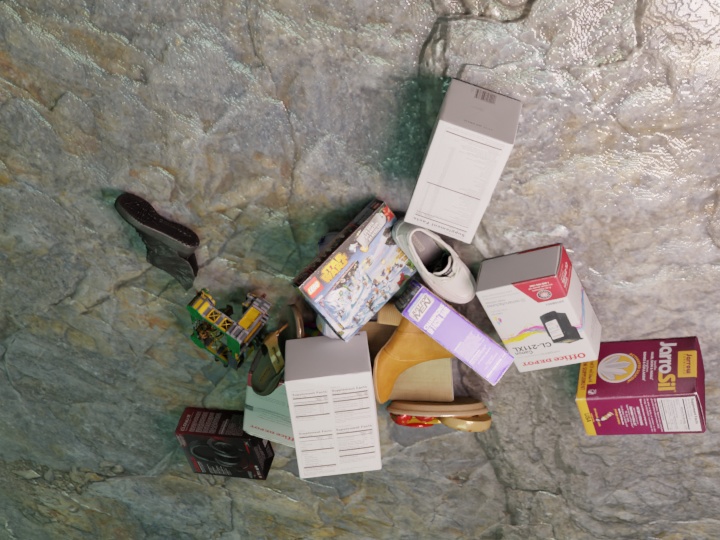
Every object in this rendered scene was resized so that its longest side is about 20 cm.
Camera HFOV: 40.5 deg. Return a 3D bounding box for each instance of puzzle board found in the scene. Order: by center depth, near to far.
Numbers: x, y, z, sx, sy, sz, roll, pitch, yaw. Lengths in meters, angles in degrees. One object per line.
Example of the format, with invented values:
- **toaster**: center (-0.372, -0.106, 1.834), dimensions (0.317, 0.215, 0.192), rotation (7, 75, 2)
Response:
- **puzzle board**: center (0.071, 0.166, 1.803), dimensions (0.199, 0.017, 0.151), rotation (0, 102, 16)

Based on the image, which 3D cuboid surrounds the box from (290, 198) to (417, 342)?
- **box**: center (0.000, 0.000, 1.601), dimensions (0.137, 0.200, 0.040), rotation (51, 168, -28)

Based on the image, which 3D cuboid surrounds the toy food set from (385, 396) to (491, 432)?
- **toy food set**: center (0.147, 0.266, 1.825), dimensions (0.199, 0.198, 0.049), rotation (0, 89, 5)

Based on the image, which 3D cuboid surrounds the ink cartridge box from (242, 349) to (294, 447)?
- **ink cartridge box**: center (-0.154, 0.260, 1.971), dimensions (0.145, 0.085, 0.201), rotation (16, 134, 4)

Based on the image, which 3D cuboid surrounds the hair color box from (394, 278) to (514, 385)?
- **hair color box**: center (0.156, 0.102, 1.647), dimensions (0.200, 0.109, 0.065), rotation (36, 92, -8)

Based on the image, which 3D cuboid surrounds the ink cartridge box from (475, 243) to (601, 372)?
- **ink cartridge box**: center (0.300, 0.067, 1.626), dimensions (0.145, 0.083, 0.200), rotation (-14, 126, 29)

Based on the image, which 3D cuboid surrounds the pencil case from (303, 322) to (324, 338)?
- **pencil case**: center (-0.051, 0.184, 1.866), dimensions (0.088, 0.089, 0.200), rotation (-18, 126, 32)

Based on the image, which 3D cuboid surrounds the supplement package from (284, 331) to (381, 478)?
- **supplement package**: center (-0.049, 0.237, 1.738), dimensions (0.150, 0.152, 0.201), rotation (-7, 114, 0)

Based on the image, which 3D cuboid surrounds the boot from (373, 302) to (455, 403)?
- **boot**: center (0.100, 0.152, 1.746), dimensions (0.143, 0.071, 0.202), rotation (6, 106, 11)

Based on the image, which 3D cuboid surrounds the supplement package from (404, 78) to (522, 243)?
- **supplement package**: center (0.149, -0.159, 1.441), dimensions (0.113, 0.110, 0.200), rotation (19, 135, 0)

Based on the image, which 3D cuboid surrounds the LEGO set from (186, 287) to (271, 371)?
- **LEGO set**: center (-0.241, 0.091, 1.842), dimensions (0.153, 0.116, 0.200), rotation (29, 152, 18)

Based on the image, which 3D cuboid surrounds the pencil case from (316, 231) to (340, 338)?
- **pencil case**: center (-0.037, 0.028, 1.702), dimensions (0.083, 0.091, 0.201), rotation (11, 136, 9)

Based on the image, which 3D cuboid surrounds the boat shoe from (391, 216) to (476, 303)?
- **boat shoe**: center (0.132, -0.010, 1.603), dimensions (0.072, 0.066, 0.200), rotation (-41, 118, -3)

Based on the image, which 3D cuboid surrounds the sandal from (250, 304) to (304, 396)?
- **sandal**: center (-0.163, 0.151, 1.811), dimensions (0.054, 0.082, 0.200), rotation (7, 127, -41)

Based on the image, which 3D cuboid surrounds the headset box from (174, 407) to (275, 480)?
- **headset box**: center (-0.306, 0.381, 2.147), dimensions (0.199, 0.077, 0.149), rotation (2, 133, 16)

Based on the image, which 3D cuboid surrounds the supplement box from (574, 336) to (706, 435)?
- **supplement box**: center (0.477, 0.198, 1.656), dimensions (0.199, 0.131, 0.103), rotation (-7, 130, 24)

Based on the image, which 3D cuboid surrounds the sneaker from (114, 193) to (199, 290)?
- **sneaker**: center (-0.370, -0.050, 1.764), dimensions (0.199, 0.060, 0.104), rotation (31, 130, -16)
